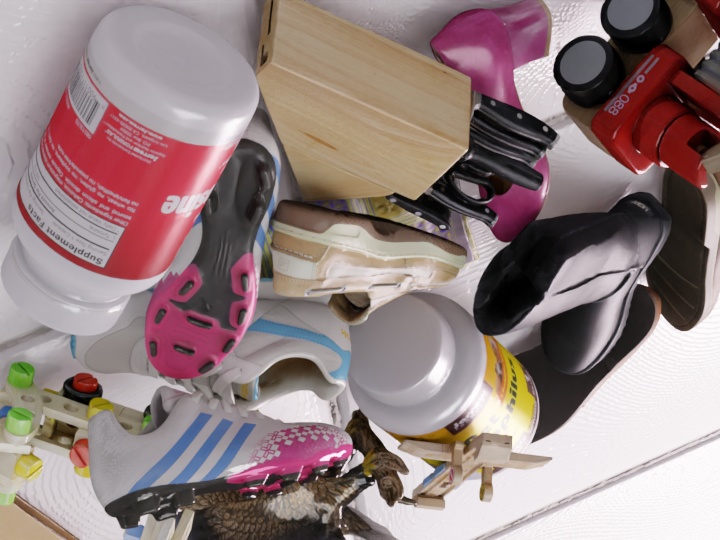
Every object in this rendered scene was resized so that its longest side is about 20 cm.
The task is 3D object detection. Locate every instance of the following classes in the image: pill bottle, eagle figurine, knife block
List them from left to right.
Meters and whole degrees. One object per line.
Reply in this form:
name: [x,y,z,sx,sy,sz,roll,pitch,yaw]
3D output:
pill bottle: [-0.153,-0.059,1.494,0.112,0.112,0.200,4,130,-37]
eagle figurine: [-0.069,0.175,1.785,0.199,0.151,0.152,-29,161,-6]
knife block: [0.036,-0.105,1.555,0.175,0.064,0.200,-6,144,12]
pill bottle: [0.059,0.084,1.782,0.109,0.109,0.200,-36,152,7]

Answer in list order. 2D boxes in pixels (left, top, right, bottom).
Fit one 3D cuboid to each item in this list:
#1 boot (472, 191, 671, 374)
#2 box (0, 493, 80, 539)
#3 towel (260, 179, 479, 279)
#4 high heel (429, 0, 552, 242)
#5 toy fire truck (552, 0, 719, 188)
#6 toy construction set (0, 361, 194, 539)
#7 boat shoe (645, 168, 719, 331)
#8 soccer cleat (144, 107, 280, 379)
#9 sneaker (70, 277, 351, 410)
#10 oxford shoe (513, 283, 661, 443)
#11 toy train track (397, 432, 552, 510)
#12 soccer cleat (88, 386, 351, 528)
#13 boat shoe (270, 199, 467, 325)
boot: [0.147,0.024,1.771,0.200,0.065,0.165,-22,140,-60]
box: [-0.323,0.242,1.784,0.200,0.021,0.164,-36,138,7]
towel: [-0.010,-0.010,1.722,0.199,0.023,0.144,-24,143,-9]
high heel: [0.083,-0.094,1.647,0.096,0.067,0.201,-21,138,-29]
toy fire truck: [0.249,-0.133,1.594,0.176,0.200,0.129,-48,142,-1]
toy construction set: [-0.191,0.135,1.648,0.199,0.131,0.092,31,115,-2]
boat shoe: [0.276,-0.026,1.860,0.068,0.072,0.200,-32,153,-22]
soccer cleat: [-0.095,-0.020,1.592,0.069,0.086,0.201,15,121,-9]
sneaker: [-0.105,0.054,1.660,0.199,0.081,0.077,-3,144,-6]
oxford shoe: [0.169,0.083,1.918,0.200,0.071,0.071,-38,168,17]
toy train track: [0.074,0.162,1.783,0.114,0.033,0.200,8,162,-12]
soccer cleat: [-0.095,0.114,1.610,0.199,0.087,0.070,-9,165,-35]
boat shoe: [0.000,0.000,1.636,0.200,0.071,0.077,10,95,-51]
